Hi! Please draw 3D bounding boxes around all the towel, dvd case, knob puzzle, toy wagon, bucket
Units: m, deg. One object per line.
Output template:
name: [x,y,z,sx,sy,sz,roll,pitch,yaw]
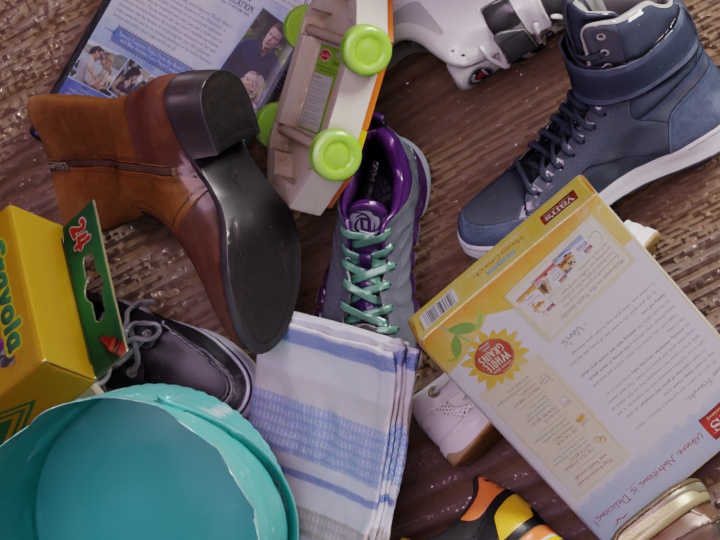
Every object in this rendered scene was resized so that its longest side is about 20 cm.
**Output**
towel: [-0.029,0.129,1.718,0.147,0.024,0.201,16,100,46]
dvd case: [-0.122,-0.146,1.835,0.142,0.018,0.201,30,91,17]
knob puzzle: [-0.225,0.132,1.791,0.219,0.030,0.221,4,99,25]
toy wagon: [-0.016,-0.138,1.735,0.039,0.155,0.201,15,96,-19]
bucket: [-0.140,0.168,1.670,0.206,0.135,0.208,2,98,12]

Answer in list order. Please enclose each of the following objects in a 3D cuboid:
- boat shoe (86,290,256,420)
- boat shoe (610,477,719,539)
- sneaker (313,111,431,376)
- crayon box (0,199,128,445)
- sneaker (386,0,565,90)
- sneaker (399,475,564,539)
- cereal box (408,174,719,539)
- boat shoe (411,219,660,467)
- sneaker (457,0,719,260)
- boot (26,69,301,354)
boat shoe: [-0.160,0.050,1.790,0.199,0.068,0.074,28,90,16]
boat shoe: [0.155,0.217,1.683,0.200,0.072,0.068,-41,73,3]
sneaker: [0.000,0.000,1.735,0.074,0.088,0.201,0,74,13]
crayon box: [-0.241,0.049,1.722,0.200,0.051,0.127,-38,51,26]
sneaker: [0.094,-0.161,1.757,0.199,0.074,0.089,1,82,24]
sneaker: [0.040,0.221,1.719,0.200,0.070,0.090,-45,67,1]
cereal box: [0.145,0.058,1.667,0.144,0.040,0.200,-40,115,6]
boat shoe: [0.108,0.034,1.722,0.069,0.071,0.200,45,96,16]
sneaker: [0.129,-0.103,1.695,0.202,0.146,0.077,-30,38,3]
boot: [-0.138,-0.033,1.759,0.199,0.068,0.189,-6,108,46]
